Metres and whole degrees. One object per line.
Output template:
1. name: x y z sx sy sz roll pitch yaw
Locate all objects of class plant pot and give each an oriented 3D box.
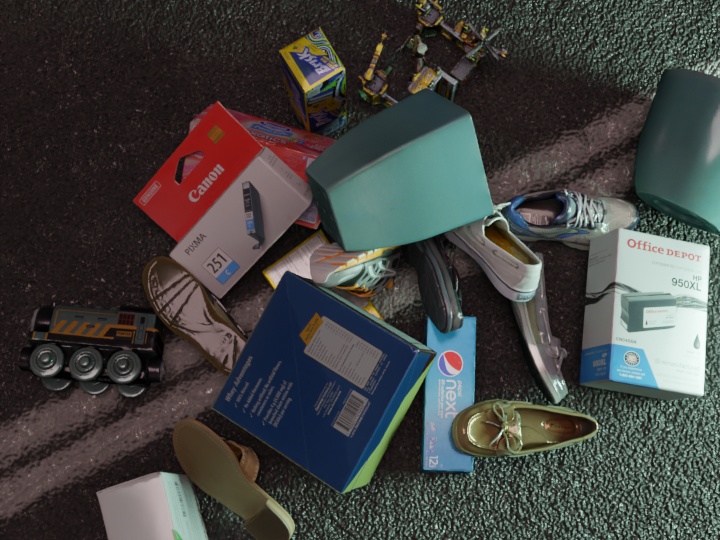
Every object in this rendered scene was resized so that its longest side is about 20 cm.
1. plant pot: 0.040 -0.117 1.396 0.197 0.141 0.143 -24 118 -11
2. plant pot: 0.457 -0.148 1.456 0.198 0.201 0.163 27 92 6

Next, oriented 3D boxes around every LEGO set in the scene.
1. LEGO set: 0.093 -0.293 1.520 0.200 0.116 0.154 -44 81 -9

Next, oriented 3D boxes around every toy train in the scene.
1. toy train: -0.353 0.102 1.461 0.196 0.086 0.116 5 66 3

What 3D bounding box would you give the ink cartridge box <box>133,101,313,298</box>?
1. ink cartridge box: -0.186 -0.089 1.440 0.176 0.045 0.200 41 115 -10

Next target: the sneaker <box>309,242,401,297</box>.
1. sneaker: 0.000 0.000 1.429 0.077 0.199 0.079 8 105 30

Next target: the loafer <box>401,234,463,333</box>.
1. loafer: 0.106 -0.004 1.454 0.062 0.073 0.202 -6 47 -18

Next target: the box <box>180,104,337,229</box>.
1. box: -0.133 -0.142 1.483 0.196 0.095 0.104 15 114 4

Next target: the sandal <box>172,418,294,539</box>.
1. sandal: -0.160 0.266 1.435 0.077 0.070 0.212 -37 98 26

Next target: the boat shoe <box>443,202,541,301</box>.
1. boat shoe: 0.171 -0.055 1.444 0.074 0.087 0.203 -10 46 -30

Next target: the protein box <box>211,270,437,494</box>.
1. protein box: -0.043 0.139 1.387 0.198 0.135 0.201 30 91 15

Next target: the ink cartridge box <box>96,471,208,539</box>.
1. ink cartridge box: -0.244 0.331 1.346 0.086 0.200 0.148 -17 79 0

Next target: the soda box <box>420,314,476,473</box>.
1. soda box: 0.116 0.165 1.449 0.066 0.064 0.204 2 78 0

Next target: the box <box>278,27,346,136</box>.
1. box: -0.062 -0.244 1.468 0.064 0.200 0.071 -31 79 -7

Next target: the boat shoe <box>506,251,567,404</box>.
1. boat shoe: 0.242 0.075 1.465 0.064 0.075 0.205 -16 71 1

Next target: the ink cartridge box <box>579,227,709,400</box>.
1. ink cartridge box: 0.376 0.059 1.445 0.142 0.084 0.204 10 77 -15

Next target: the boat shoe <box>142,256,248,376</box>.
1. boat shoe: -0.215 0.067 1.470 0.201 0.066 0.072 45 86 5

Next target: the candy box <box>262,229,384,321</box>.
1. candy box: -0.038 0.055 1.493 0.101 0.026 0.201 -34 80 -9

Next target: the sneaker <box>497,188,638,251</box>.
1. sneaker: 0.285 -0.072 1.489 0.196 0.085 0.079 -2 77 -1

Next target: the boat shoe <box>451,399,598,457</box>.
1. boat shoe: 0.211 0.200 1.407 0.197 0.062 0.075 -2 83 -25
